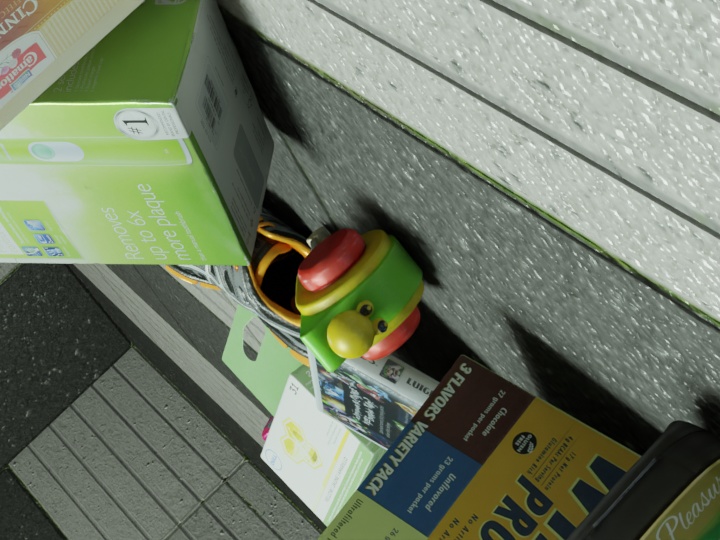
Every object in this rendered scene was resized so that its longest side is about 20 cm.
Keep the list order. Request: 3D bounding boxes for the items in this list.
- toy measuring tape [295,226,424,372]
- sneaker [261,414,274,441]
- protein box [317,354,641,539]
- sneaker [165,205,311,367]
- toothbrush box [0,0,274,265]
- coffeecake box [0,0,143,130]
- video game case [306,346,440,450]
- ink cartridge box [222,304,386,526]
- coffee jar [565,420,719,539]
[{"bbox_3d":[0.000,0.000,0.869,0.074,0.073,0.200,50,-169,-15],"label":"toy measuring tape"},{"bbox_3d":[-0.030,0.170,1.469,0.081,0.075,0.200,52,167,-21],"label":"sneaker"},{"bbox_3d":[0.111,0.184,0.767,0.199,0.135,0.199,29,161,35],"label":"protein box"},{"bbox_3d":[-0.076,-0.014,1.030,0.199,0.079,0.077,34,167,12],"label":"sneaker"},{"bbox_3d":[-0.162,-0.077,0.817,0.197,0.087,0.146,2,148,14],"label":"toothbrush box"},{"bbox_3d":[-0.203,-0.174,0.741,0.200,0.153,0.073,40,168,30],"label":"coffeecake box"},{"bbox_3d":[0.049,0.105,0.970,0.180,0.024,0.200,29,166,8],"label":"video game case"},{"bbox_3d":[-0.061,0.120,1.359,0.200,0.048,0.146,43,143,16],"label":"ink cartridge box"},{"bbox_3d":[0.167,0.148,0.582,0.200,0.104,0.086,39,169,39],"label":"coffee jar"}]
